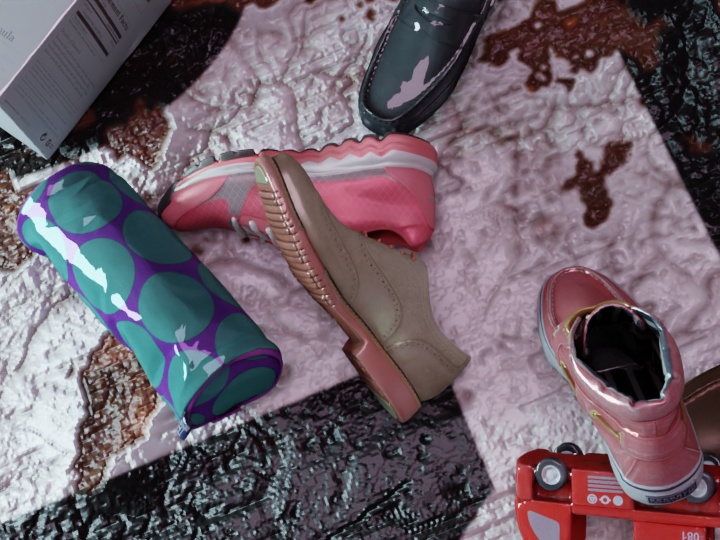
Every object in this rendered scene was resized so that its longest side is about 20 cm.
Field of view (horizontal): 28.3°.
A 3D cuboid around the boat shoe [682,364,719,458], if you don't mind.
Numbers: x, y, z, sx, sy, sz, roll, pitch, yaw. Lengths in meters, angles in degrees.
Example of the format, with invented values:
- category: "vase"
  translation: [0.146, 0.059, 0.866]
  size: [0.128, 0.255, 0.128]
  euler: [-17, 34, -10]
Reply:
- category: "boat shoe"
  translation: [0.272, 0.077, 0.901]
  size: [0.199, 0.068, 0.072]
  euler: [-21, 75, 6]

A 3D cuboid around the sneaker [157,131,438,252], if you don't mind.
- category: "sneaker"
  translation: [-0.043, -0.038, 0.979]
  size: [0.199, 0.074, 0.087]
  euler: [-8, 77, 7]

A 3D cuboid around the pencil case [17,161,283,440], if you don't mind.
- category: "pencil case"
  translation: [-0.146, 0.018, 0.969]
  size: [0.085, 0.093, 0.200]
  euler: [-26, 65, -42]

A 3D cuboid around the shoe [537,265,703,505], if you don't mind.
- category: "shoe"
  translation: [0.154, 0.042, 0.876]
  size: [0.071, 0.091, 0.200]
  euler: [-19, 41, 1]

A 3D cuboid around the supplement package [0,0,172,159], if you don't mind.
- category: "supplement package"
  translation: [-0.223, -0.205, 1.032]
  size: [0.114, 0.110, 0.200]
  euler: [33, 80, 15]

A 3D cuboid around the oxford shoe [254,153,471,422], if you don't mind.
- category: "oxford shoe"
  translation: [0.000, 0.000, 0.938]
  size: [0.074, 0.071, 0.200]
  euler: [-34, 107, -8]

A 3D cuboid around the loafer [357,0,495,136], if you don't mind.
- category: "loafer"
  translation: [0.057, -0.187, 1.010]
  size: [0.068, 0.070, 0.201]
  euler: [28, 79, 15]

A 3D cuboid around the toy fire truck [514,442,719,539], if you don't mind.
- category: "toy fire truck"
  translation: [0.193, 0.185, 0.882]
  size: [0.199, 0.049, 0.142]
  euler: [1, 97, 22]
